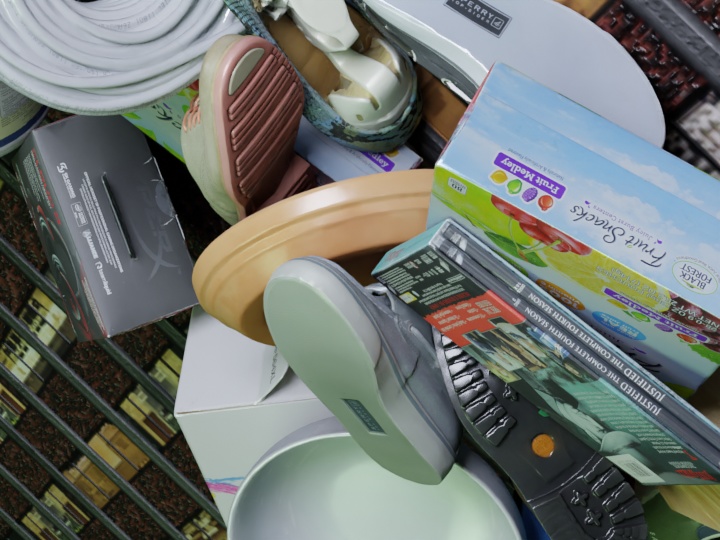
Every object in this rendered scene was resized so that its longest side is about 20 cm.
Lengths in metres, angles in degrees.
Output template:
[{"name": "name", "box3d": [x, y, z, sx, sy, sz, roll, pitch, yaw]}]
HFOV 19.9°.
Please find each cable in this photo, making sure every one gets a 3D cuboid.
[{"name": "cable", "box3d": [-0.143, -0.187, 1.130, 0.069, 0.200, 0.200, 21, 148, 56]}]

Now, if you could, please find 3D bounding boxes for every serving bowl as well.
[{"name": "serving bowl", "box3d": [0.016, 0.170, 1.343, 0.199, 0.066, 0.201, 7, 122, 11]}]

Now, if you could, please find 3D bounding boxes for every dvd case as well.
[{"name": "dvd case", "box3d": [0.102, 0.048, 1.089, 0.200, 0.022, 0.146, 39, 168, -4]}]

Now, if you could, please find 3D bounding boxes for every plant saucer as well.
[{"name": "plant saucer", "box3d": [0.000, 0.000, 1.228, 0.200, 0.199, 0.038, 122, 138, -62]}]

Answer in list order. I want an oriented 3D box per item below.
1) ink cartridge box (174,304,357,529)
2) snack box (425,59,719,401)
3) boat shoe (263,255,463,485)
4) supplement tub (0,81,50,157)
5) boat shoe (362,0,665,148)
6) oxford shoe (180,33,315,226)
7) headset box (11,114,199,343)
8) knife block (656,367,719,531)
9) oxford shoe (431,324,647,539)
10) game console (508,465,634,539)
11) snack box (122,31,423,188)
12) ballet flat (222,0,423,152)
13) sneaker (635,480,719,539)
[{"name": "ink cartridge box", "box3d": [-0.043, 0.094, 1.424, 0.125, 0.129, 0.200, -8, 133, 12]}, {"name": "snack box", "box3d": [0.120, -0.011, 1.045, 0.168, 0.068, 0.200, 29, 169, 7]}, {"name": "boat shoe", "box3d": [0.009, 0.045, 1.194, 0.070, 0.072, 0.201, 8, 146, 35]}, {"name": "supplement tub", "box3d": [-0.282, -0.179, 1.378, 0.145, 0.145, 0.200, 34, 152, 17]}, {"name": "boat shoe", "box3d": [0.076, -0.111, 1.098, 0.200, 0.070, 0.066, 34, 169, 11]}, {"name": "oxford shoe", "box3d": [-0.076, -0.077, 1.166, 0.074, 0.071, 0.200, 32, 158, 17]}, {"name": "headset box", "box3d": [-0.177, -0.032, 1.424, 0.200, 0.075, 0.149, 170, 80, -75]}, {"name": "knife block", "box3d": [0.181, 0.065, 1.155, 0.176, 0.064, 0.200, 55, 167, -22]}, {"name": "oxford shoe", "box3d": [0.095, 0.084, 1.204, 0.084, 0.072, 0.201, 176, 68, -88]}, {"name": "game console", "box3d": [0.098, 0.120, 1.332, 0.172, 0.119, 0.200, 40, 152, 0]}, {"name": "snack box", "box3d": [-0.068, -0.091, 1.291, 0.200, 0.053, 0.142, 37, 161, 0]}, {"name": "ballet flat", "box3d": [-0.015, -0.125, 1.148, 0.074, 0.074, 0.200, 11, 156, 46]}, {"name": "sneaker", "box3d": [0.200, 0.169, 1.321, 0.090, 0.067, 0.200, 45, 150, 8]}]
